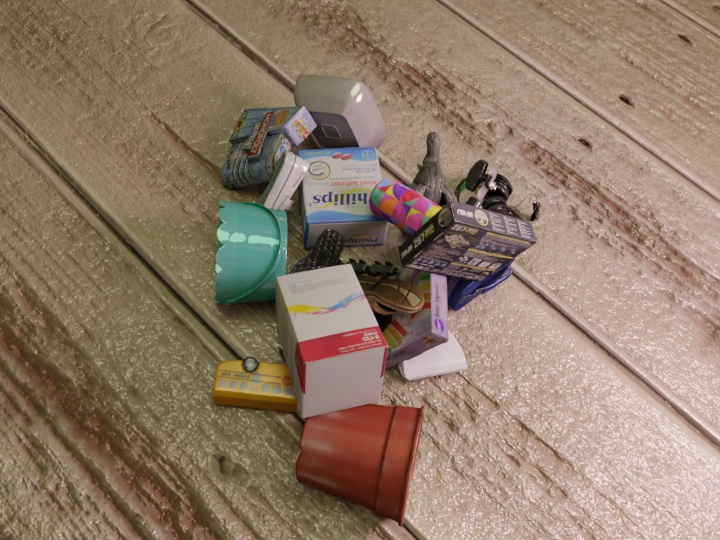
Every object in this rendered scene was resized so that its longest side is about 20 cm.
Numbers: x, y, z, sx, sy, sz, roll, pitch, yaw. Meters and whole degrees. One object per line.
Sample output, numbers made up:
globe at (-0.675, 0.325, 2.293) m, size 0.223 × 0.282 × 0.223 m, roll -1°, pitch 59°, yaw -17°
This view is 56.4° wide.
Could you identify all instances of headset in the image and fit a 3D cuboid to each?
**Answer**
headset at (0.316, -0.155, 1.559) m, size 0.196 × 0.094 × 0.125 m, roll 7°, pitch 61°, yaw 14°

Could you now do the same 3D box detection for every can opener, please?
can opener at (0.243, -0.146, 1.497) m, size 0.066 × 0.053 × 0.202 m, roll 27°, pitch 87°, yaw 23°

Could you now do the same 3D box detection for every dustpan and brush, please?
dustpan and brush at (0.126, 0.123, 1.368) m, size 0.137 × 0.057 × 0.204 m, roll -7°, pitch 67°, yaw -13°

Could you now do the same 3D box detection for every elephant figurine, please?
elephant figurine at (0.144, -0.160, 1.446) m, size 0.141 × 0.201 × 0.155 m, roll -35°, pitch 69°, yaw -26°

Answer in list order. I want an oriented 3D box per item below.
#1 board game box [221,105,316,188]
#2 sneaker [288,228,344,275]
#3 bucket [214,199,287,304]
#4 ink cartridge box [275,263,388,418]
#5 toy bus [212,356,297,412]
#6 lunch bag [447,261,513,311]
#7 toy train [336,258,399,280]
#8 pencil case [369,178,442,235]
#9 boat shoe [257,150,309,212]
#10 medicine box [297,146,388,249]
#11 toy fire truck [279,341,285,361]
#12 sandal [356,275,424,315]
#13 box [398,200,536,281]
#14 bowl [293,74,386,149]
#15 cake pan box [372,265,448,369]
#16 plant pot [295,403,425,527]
board game box at (-0.204, -0.289, 1.495) m, size 0.197 × 0.062 × 0.203 m, roll -7°, pitch 51°, yaw 32°
sneaker at (-0.090, 0.003, 1.333) m, size 0.071 × 0.083 × 0.201 m, roll 36°, pitch 50°, yaw 1°
bucket at (-0.218, -0.034, 1.324) m, size 0.132 × 0.208 × 0.211 m, roll 2°, pitch 58°, yaw -12°
ink cartridge box at (-0.056, 0.114, 1.139) m, size 0.142 × 0.147 × 0.202 m, roll -10°, pitch 45°, yaw -16°
toy bus at (-0.171, 0.214, 1.255) m, size 0.196 × 0.065 × 0.080 m, roll 7°, pitch 58°, yaw -4°
lunch bag at (0.241, -0.016, 1.410) m, size 0.198 × 0.136 × 0.133 m, roll -32°, pitch 72°, yaw -22°
toy train at (0.000, 0.000, 1.371) m, size 0.197 × 0.046 × 0.035 m, roll 5°, pitch 61°, yaw 39°
pencil case at (0.111, -0.113, 1.335) m, size 0.198 × 0.089 × 0.088 m, roll 31°, pitch 58°, yaw 29°
boat shoe at (-0.170, -0.150, 1.419) m, size 0.066 × 0.202 × 0.074 m, roll 21°, pitch 27°, yaw -22°
medicine box at (-0.043, -0.160, 1.476) m, size 0.178 × 0.104 × 0.203 m, roll -4°, pitch 59°, yaw -10°
toy fire truck at (-0.067, 0.089, 1.328) m, size 0.172 × 0.129 × 0.204 m, roll 5°, pitch 68°, yaw -5°
sandal at (0.043, 0.054, 1.277) m, size 0.198 × 0.055 × 0.080 m, roll 10°, pitch 31°, yaw 42°
box at (0.192, -0.046, 1.212) m, size 0.197 × 0.161 × 0.050 m, roll 10°, pitch 58°, yaw -31°
bowl at (-0.053, -0.340, 1.512) m, size 0.197 × 0.201 × 0.076 m, roll 13°, pitch 63°, yaw 28°
cake pan box at (0.088, 0.078, 1.310) m, size 0.052 × 0.199 × 0.187 m, roll 25°, pitch 53°, yaw -29°
plant pot at (-0.001, 0.312, 1.159) m, size 0.191 × 0.202 × 0.204 m, roll 12°, pitch 57°, yaw 9°
